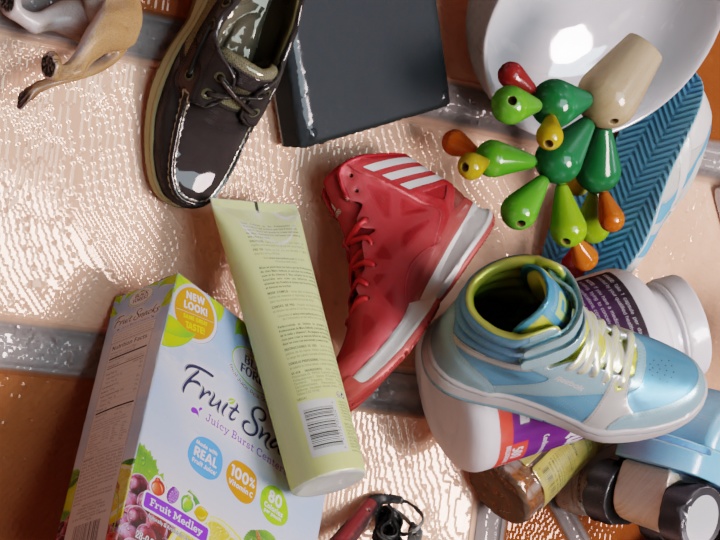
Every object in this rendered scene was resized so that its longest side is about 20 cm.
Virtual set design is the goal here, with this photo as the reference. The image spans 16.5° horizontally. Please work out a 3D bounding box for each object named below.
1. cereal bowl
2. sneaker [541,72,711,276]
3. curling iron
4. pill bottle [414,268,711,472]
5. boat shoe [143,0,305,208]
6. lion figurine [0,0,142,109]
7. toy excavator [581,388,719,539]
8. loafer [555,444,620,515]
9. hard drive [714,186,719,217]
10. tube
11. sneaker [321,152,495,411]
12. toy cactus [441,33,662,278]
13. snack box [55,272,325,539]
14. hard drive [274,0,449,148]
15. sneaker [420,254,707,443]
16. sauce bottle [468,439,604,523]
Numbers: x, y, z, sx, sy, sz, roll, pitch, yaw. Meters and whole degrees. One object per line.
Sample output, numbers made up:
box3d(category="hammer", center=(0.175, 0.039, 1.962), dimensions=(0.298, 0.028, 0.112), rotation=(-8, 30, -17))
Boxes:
box3d(category="cereal bowl", center=(0.161, -0.198, 1.787), dimensions=(0.199, 0.083, 0.201), rotation=(-16, 133, -18))
box3d(category="sneaker", center=(0.207, -0.053, 1.867), dimensions=(0.201, 0.076, 0.081), rotation=(-58, 154, -6))
box3d(category="curling iron", center=(-0.013, 0.200, 1.689), dimensions=(0.200, 0.049, 0.026), rotation=(-33, 137, -56))
box3d(category="pill bottle", center=(0.146, 0.066, 1.770), dimensions=(0.199, 0.112, 0.113), rotation=(-15, 104, -17))
box3d(category="boat shoe", center=(-0.085, -0.134, 1.610), dimensions=(0.073, 0.065, 0.202), rotation=(13, 96, -34))
box3d(category="lion figurine", center=(-0.163, -0.201, 1.561), dimensions=(0.122, 0.072, 0.202), rotation=(-6, 112, -52))
box3d(category="toy excavator", center=(0.279, 0.116, 1.834), dimensions=(0.194, 0.100, 0.201), rotation=(23, 83, -42))
box3d(category="loafer", center=(0.237, 0.152, 1.913), dimensions=(0.199, 0.070, 0.071), rotation=(-15, 103, -38))
box3d(category="hard drive", center=(0.378, -0.048, 2.042), dimensions=(0.199, 0.025, 0.133), rotation=(-31, 113, -34))
box3d(category="tube", center=(-0.045, 0.046, 1.613), dimensions=(0.052, 0.058, 0.201), rotation=(-16, 73, 2))
box3d(category="sneaker", center=(0.000, 0.000, 1.691), dimensions=(0.115, 0.078, 0.200), rotation=(38, 50, -2))
box3d(category="toy cactus", center=(0.149, -0.096, 1.760), dimensions=(0.165, 0.102, 0.200), rotation=(-52, 132, -9))
box3d(category="snack box", center=(-0.101, 0.131, 1.592), dimensions=(0.168, 0.067, 0.201), rotation=(37, 48, -36))
box3d(category="hard drive", center=(-0.009, -0.197, 1.703), dimensions=(0.139, 0.033, 0.202), rotation=(-18, 105, -37))
box3d(category="sneaker", center=(0.147, 0.050, 1.641), dimensions=(0.198, 0.131, 0.080), rotation=(8, 62, -8))
box3d(category="sauce bottle", center=(0.164, 0.106, 1.853), dimensions=(0.200, 0.066, 0.066), rotation=(-39, 117, -30))
